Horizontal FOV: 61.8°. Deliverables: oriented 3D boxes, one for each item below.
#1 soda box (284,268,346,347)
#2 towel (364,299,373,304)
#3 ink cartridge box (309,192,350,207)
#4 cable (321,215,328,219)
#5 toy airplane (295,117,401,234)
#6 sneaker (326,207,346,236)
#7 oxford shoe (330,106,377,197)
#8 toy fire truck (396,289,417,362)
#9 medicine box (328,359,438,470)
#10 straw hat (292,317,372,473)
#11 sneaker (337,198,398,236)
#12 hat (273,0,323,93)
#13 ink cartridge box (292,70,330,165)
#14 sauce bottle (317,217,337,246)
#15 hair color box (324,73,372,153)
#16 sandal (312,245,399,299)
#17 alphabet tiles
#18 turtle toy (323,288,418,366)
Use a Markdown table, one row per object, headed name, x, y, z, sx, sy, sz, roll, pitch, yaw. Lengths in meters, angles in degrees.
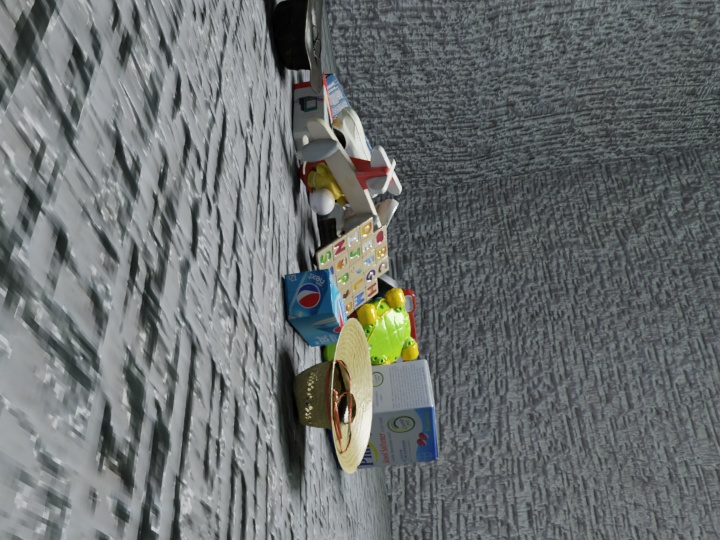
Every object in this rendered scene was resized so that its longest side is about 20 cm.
| name | x | y | z | sx | sy | sz | roll | pitch | yaw |
| --- | --- | --- | --- | --- | --- | --- | --- | --- | --- |
| soda box | -0.062 | 0.061 | 0.905 | 0.201 | 0.066 | 0.066 | 74 | 8 | -72 |
| towel | -0.019 | 0.071 | 1.285 | 0.023 | 0.150 | 0.207 | -10 | 94 | -43 |
| ink cartridge box | -0.059 | -0.202 | 1.298 | 0.202 | 0.096 | 0.040 | -95 | -170 | -57 |
| cable | -0.062 | -0.171 | 1.484 | 0.202 | 0.067 | 0.205 | 78 | 6 | -58 |
| toy airplane | -0.029 | -0.150 | 1.048 | 0.142 | 0.199 | 0.200 | -50 | 178 | -22 |
| sneaker | -0.041 | -0.109 | 1.349 | 0.070 | 0.071 | 0.207 | -7 | -105 | 62 |
| oxford shoe | -0.013 | -0.231 | 1.225 | 0.075 | 0.057 | 0.203 | 37 | -23 | 47 |
| toy fire truck | 0.035 | 0.131 | 1.376 | 0.113 | 0.193 | 0.173 | -95 | 177 | -65 |
| medicine box | 0.041 | 0.275 | 1.130 | 0.105 | 0.193 | 0.185 | -95 | 176 | -47 |
| straw hat | -0.046 | 0.165 | 0.802 | 0.201 | 0.082 | 0.208 | -5 | 90 | -75 |
| sneaker | 0.006 | -0.096 | 1.192 | 0.074 | 0.084 | 0.200 | -62 | -170 | -28 |
| hat | -0.111 | -0.418 | 1.058 | 0.201 | 0.078 | 0.208 | 0 | 90 | -84 |
| ink cartridge box | -0.092 | -0.294 | 1.205 | 0.118 | 0.065 | 0.204 | 79 | 5 | -49 |
| sauce bottle | -0.057 | -0.004 | 1.247 | 0.065 | 0.063 | 0.207 | -58 | 139 | -85 |
| hair color box | -0.050 | -0.347 | 1.389 | 0.203 | 0.060 | 0.100 | 61 | -9 | -24 |
| sandal | 0.000 | 0.000 | 1.184 | 0.076 | 0.197 | 0.044 | -35 | -149 | 48 |
| alphabet tiles | -0.019 | 0.007 | 1.057 | 0.006 | 0.198 | 0.170 | 27 | -42 | 36 |
| turtle toy | 0.019 | 0.126 | 1.167 | 0.100 | 0.197 | 0.150 | 4 | -66 | 54 |
